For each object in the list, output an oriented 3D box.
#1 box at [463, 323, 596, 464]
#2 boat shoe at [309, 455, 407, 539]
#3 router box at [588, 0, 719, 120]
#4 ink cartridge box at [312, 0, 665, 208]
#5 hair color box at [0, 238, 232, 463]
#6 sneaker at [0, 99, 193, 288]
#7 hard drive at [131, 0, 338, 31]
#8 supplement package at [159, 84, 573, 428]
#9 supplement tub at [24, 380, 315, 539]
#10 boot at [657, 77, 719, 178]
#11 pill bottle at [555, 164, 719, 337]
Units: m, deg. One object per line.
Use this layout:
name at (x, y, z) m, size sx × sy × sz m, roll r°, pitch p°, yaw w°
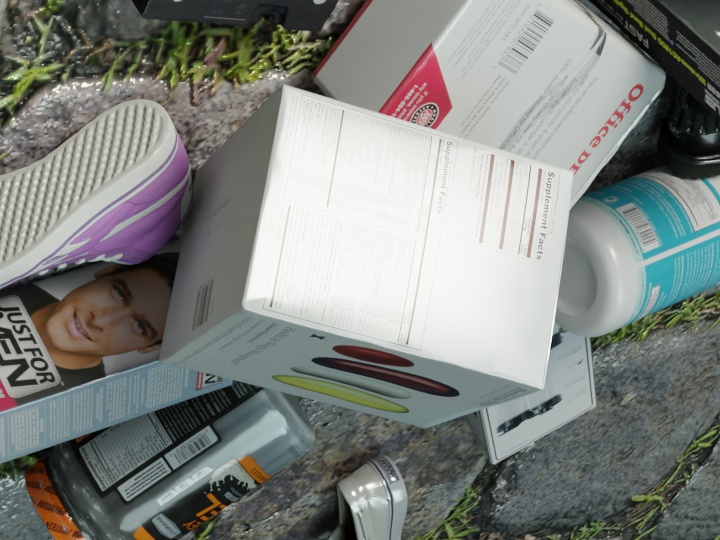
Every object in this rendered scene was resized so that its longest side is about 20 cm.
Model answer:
box at (0.141, 0.079, 1.633) m, size 0.116 × 0.060 × 0.200 m, roll -29°, pitch 147°, yaw -7°
boat shoe at (-0.008, 0.259, 1.727) m, size 0.086 × 0.075 × 0.203 m, roll -20°, pitch 143°, yaw -21°
router box at (0.265, -0.189, 1.262) m, size 0.149 × 0.200 × 0.062 m, roll -26°, pitch 136°, yaw -13°
ink cartridge box at (0.090, -0.130, 1.256) m, size 0.200 × 0.083 × 0.145 m, roll 24°, pitch 109°, yaw -44°
hair color box at (-0.195, 0.056, 1.274) m, size 0.199 × 0.099 × 0.061 m, roll -18°, pitch 144°, yaw -24°
sneaker at (-0.195, -0.018, 1.206) m, size 0.200 × 0.073 × 0.114 m, roll -29°, pitch 150°, yaw -8°
hard drive at (-0.042, -0.232, 1.089) m, size 0.139 × 0.038 × 0.200 m, roll -3°, pitch 137°, yaw -39°
supplement package at (0.000, 0.000, 1.198) m, size 0.199 × 0.148 × 0.191 m, roll 15°, pitch 163°, yaw -17°
supplement tub at (-0.145, 0.135, 1.400) m, size 0.200 × 0.123 × 0.123 m, roll -34°, pitch 148°, yaw 2°
boot at (0.334, -0.162, 1.470) m, size 0.210 × 0.080 × 0.158 m, roll -22°, pitch 146°, yaw -16°
pill bottle at (0.240, -0.025, 1.527) m, size 0.199 × 0.111 × 0.111 m, roll -20°, pitch 146°, yaw -34°
